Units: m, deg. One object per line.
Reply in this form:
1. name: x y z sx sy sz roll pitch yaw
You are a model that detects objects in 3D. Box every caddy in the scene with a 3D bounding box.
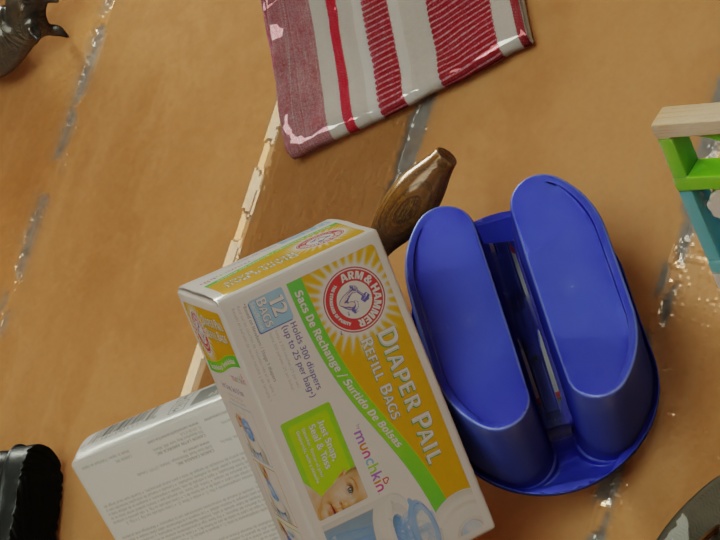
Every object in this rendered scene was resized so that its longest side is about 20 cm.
1. caddy: 0.106 0.040 1.602 0.140 0.105 0.201 -17 61 2

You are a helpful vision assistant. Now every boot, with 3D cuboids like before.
1. boot: -0.299 0.212 1.833 0.161 0.073 0.200 -9 61 29

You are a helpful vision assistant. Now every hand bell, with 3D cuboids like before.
1. hand bell: 0.000 0.000 1.654 0.200 0.104 0.104 -52 51 28

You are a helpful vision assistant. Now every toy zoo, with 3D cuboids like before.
1. toy zoo: 0.258 -0.012 1.472 0.130 0.201 0.020 -2 37 38

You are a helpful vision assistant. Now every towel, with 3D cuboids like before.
1. towel: 0.020 -0.178 1.792 0.199 0.023 0.145 -24 61 25

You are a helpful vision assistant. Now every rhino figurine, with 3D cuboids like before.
1. rhino figurine: -0.297 -0.188 1.987 0.199 0.060 0.088 -16 83 28

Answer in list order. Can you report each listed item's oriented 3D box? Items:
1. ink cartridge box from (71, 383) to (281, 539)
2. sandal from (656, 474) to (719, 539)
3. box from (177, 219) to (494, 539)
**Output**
1. ink cartridge box: -0.073 0.173 1.668 0.162 0.201 0.057 -22 18 27
2. sandal: 0.169 0.198 1.527 0.200 0.054 0.082 -41 55 15
3. box: -0.016 0.082 1.553 0.112 0.201 0.101 -26 12 -14
